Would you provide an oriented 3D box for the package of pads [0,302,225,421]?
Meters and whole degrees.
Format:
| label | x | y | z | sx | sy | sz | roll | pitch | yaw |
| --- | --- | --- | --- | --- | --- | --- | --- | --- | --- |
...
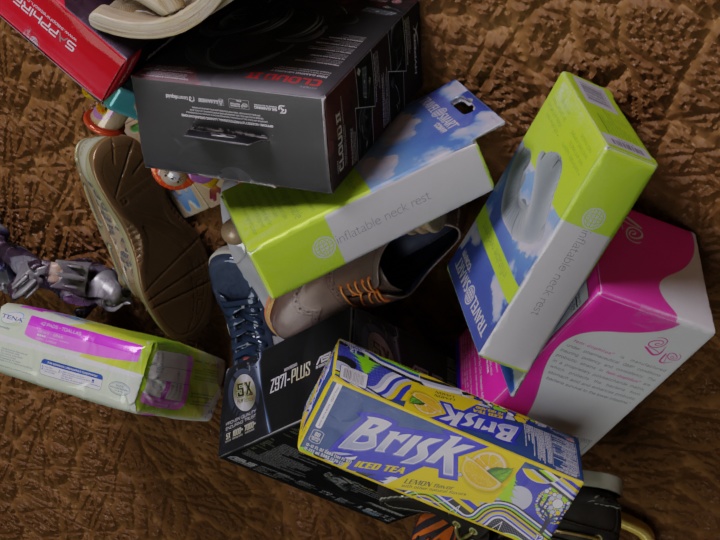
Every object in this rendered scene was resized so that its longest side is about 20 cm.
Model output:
| label | x | y | z | sx | sy | sz | roll | pitch | yaw |
| --- | --- | --- | --- | --- | --- | --- | --- | --- | --- |
| package of pads | -0.219 | 0.085 | 1.290 | 0.154 | 0.200 | 0.068 | 14 | 85 | 15 |

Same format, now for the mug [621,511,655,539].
| label | x | y | z | sx | sy | sz | roll | pitch | yaw |
| --- | --- | --- | --- | --- | --- | --- | --- | --- | --- |
| mug | 0.195 | 0.317 | 1.258 | 0.153 | 0.150 | 0.187 | 16 | 136 | 9 |

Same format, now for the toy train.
| label | x | y | z | sx | sy | sz | roll | pitch | yaw |
| --- | --- | --- | --- | --- | --- | --- | --- | --- | --- |
| toy train | -0.139 | -0.106 | 1.128 | 0.200 | 0.150 | 0.056 | 39 | 111 | 8 |

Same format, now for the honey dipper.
| label | x | y | z | sx | sy | sz | roll | pitch | yaw |
| --- | --- | --- | --- | --- | --- | --- | --- | --- | --- |
| honey dipper | -0.028 | -0.041 | 1.113 | 0.199 | 0.038 | 0.038 | -4 | 121 | 33 |

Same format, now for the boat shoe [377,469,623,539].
| label | x | y | z | sx | sy | sz | roll | pitch | yaw |
| --- | --- | --- | --- | --- | --- | --- | --- | --- | --- |
| boat shoe | 0.106 | 0.189 | 1.137 | 0.201 | 0.061 | 0.072 | 0 | 162 | 15 |

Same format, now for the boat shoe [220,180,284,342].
| label | x | y | z | sx | sy | sz | roll | pitch | yaw |
| --- | --- | --- | --- | --- | --- | --- | --- | --- | --- |
| boat shoe | -0.053 | 0.004 | 1.213 | 0.068 | 0.074 | 0.200 | -13 | 109 | 26 |

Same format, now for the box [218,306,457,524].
| label | x | y | z | sx | sy | sz | roll | pitch | yaw |
| --- | --- | --- | --- | --- | --- | --- | --- | --- | --- |
| box | 0.009 | 0.127 | 1.200 | 0.200 | 0.086 | 0.164 | 27 | 141 | -34 |

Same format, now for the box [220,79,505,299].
| label | x | y | z | sx | sy | sz | roll | pitch | yaw |
| --- | --- | --- | --- | --- | --- | --- | --- | --- | --- |
| box | 0.004 | -0.063 | 1.035 | 0.200 | 0.122 | 0.048 | -26 | 117 | -3 |

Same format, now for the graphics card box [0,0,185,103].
| label | x | y | z | sx | sy | sz | roll | pitch | yaw |
| --- | --- | --- | --- | --- | --- | --- | --- | --- | --- |
| graphics card box | -0.171 | -0.218 | 1.033 | 0.125 | 0.200 | 0.051 | 40 | 133 | -1 |

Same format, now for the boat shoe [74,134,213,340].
| label | x | y | z | sx | sy | sz | roll | pitch | yaw |
| --- | --- | --- | --- | --- | --- | --- | --- | --- | --- |
| boat shoe | -0.192 | -0.031 | 1.276 | 0.063 | 0.073 | 0.200 | 9 | 125 | 53 |

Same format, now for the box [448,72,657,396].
| label | x | y | z | sx | sy | sz | roll | pitch | yaw |
| --- | --- | --- | --- | --- | --- | --- | --- | --- | --- |
| box | 0.126 | -0.026 | 1.014 | 0.048 | 0.122 | 0.200 | 19 | 117 | -19 |

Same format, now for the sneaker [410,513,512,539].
| label | x | y | z | sx | sy | sz | roll | pitch | yaw |
| --- | --- | --- | --- | --- | --- | --- | --- | --- | --- |
| sneaker | 0.096 | 0.255 | 1.209 | 0.112 | 0.200 | 0.078 | -28 | 114 | 31 |

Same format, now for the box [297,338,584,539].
| label | x | y | z | sx | sy | sz | roll | pitch | yaw |
| --- | --- | --- | --- | --- | --- | --- | --- | --- | --- |
| box | 0.059 | 0.128 | 1.048 | 0.200 | 0.064 | 0.070 | 23 | 113 | -7 |

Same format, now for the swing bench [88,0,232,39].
| label | x | y | z | sx | sy | sz | roll | pitch | yaw |
| --- | --- | --- | --- | --- | --- | --- | --- | --- | --- |
| swing bench | -0.133 | -0.270 | 0.975 | 0.200 | 0.199 | 0.130 | 45 | 132 | -6 |

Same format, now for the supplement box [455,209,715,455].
| label | x | y | z | sx | sy | sz | roll | pitch | yaw |
| --- | --- | --- | --- | --- | --- | --- | --- | --- | --- |
| supplement box | 0.164 | 0.052 | 1.085 | 0.101 | 0.104 | 0.200 | 19 | 137 | -20 |

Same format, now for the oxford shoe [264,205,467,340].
| label | x | y | z | sx | sy | sz | roll | pitch | yaw |
| --- | --- | --- | --- | --- | --- | --- | --- | --- | --- |
| oxford shoe | 0.000 | 0.000 | 1.135 | 0.200 | 0.073 | 0.071 | -39 | 118 | 21 |

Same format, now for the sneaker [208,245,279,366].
| label | x | y | z | sx | sy | sz | roll | pitch | yaw |
| --- | --- | --- | --- | --- | --- | --- | --- | --- | --- |
| sneaker | -0.090 | 0.076 | 1.277 | 0.075 | 0.085 | 0.200 | -10 | 117 | 34 |

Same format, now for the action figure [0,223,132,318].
| label | x | y | z | sx | sy | sz | roll | pitch | yaw |
| --- | --- | --- | --- | --- | --- | --- | --- | --- | --- |
| action figure | -0.292 | 0.007 | 1.338 | 0.200 | 0.070 | 0.130 | 17 | 170 | 32 |

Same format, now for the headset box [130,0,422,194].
| label | x | y | z | sx | sy | sz | roll | pitch | yaw |
| --- | --- | --- | --- | --- | --- | --- | --- | --- | --- |
| headset box | -0.058 | -0.131 | 1.026 | 0.148 | 0.200 | 0.077 | 9 | 123 | 21 |

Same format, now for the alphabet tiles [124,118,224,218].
| label | x | y | z | sx | sy | sz | roll | pitch | yaw |
| --- | --- | --- | --- | --- | --- | --- | --- | --- | --- |
| alphabet tiles | -0.127 | -0.140 | 1.195 | 0.200 | 0.008 | 0.167 | -20 | 111 | 38 |
